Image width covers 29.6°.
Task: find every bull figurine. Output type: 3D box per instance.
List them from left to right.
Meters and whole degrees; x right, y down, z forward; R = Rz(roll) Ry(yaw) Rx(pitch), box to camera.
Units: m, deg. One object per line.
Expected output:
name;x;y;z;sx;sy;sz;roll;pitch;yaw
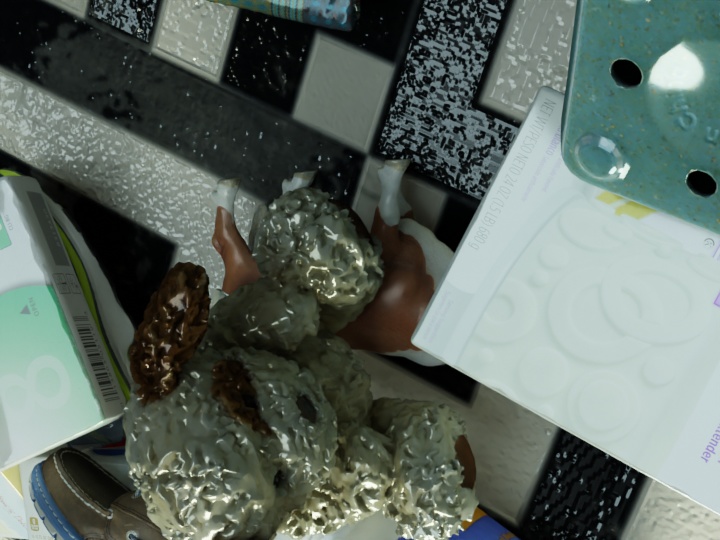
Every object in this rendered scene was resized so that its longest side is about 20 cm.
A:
bull figurine;0.000;0.000;0.778;0.200;0.065;0.122;-4;95;27

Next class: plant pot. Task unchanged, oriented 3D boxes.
plant pot;0.179;-0.113;0.532;0.196;0.200;0.197;24;140;23

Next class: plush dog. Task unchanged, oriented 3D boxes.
plush dog;-0.055;0.076;0.683;0.160;0.172;0.200;-24;90;26

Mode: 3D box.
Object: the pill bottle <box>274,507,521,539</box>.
pill bottle;0.046;0.187;0.767;0.200;0.112;0.112;35;116;18

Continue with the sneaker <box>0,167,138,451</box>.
sneaker;-0.195;0.026;0.872;0.081;0.074;0.200;-29;83;-8

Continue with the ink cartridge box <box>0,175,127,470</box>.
ink cartridge box;-0.261;0.054;0.836;0.200;0.050;0.161;-24;84;9

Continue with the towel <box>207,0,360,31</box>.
towel;-0.083;-0.221;0.739;0.200;0.022;0.147;16;110;15

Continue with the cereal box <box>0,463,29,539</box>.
cereal box;-0.312;0.130;0.960;0.200;0.040;0.144;-2;134;29

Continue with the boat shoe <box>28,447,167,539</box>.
boat shoe;-0.113;0.161;0.808;0.200;0.072;0.072;38;99;21

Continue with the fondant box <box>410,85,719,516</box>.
fondant box;0.147;0.017;0.667;0.200;0.058;0.144;28;99;11

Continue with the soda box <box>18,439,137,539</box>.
soda box;-0.125;0.147;0.883;0.200;0.064;0.068;0;101;29
